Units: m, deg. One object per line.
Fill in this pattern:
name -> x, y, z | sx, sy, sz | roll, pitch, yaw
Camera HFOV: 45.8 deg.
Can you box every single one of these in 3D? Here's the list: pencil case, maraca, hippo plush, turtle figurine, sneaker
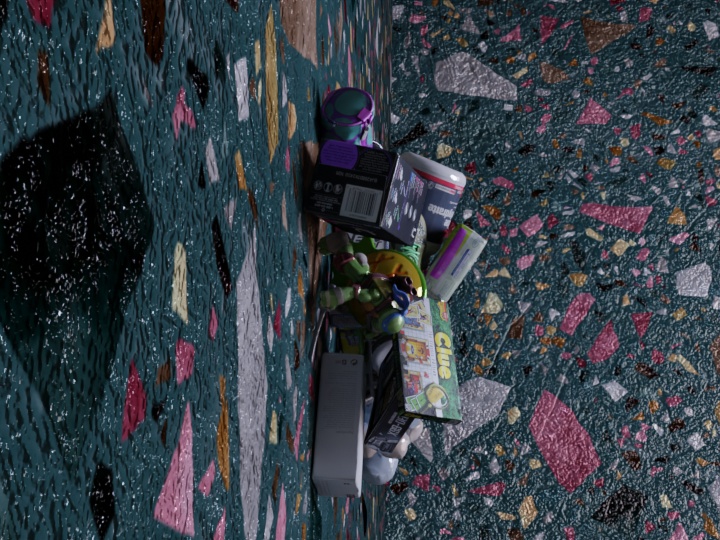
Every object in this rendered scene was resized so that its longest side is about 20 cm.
pencil case -> -0.015, -0.193, 1.381 | 0.092, 0.085, 0.201 | 41, -25, 30
maraca -> 0.027, 0.023, 1.416 | 0.137, 0.200, 0.107 | -51, 146, 1
hippo plush -> 0.002, 0.309, 1.559 | 0.200, 0.158, 0.162 | 43, -50, 34
turtle figurine -> -0.021, 0.051, 1.281 | 0.201, 0.143, 0.195 | -60, -144, 31
sneaker -> 0.089, -0.017, 1.552 | 0.089, 0.076, 0.202 | 162, -63, -77

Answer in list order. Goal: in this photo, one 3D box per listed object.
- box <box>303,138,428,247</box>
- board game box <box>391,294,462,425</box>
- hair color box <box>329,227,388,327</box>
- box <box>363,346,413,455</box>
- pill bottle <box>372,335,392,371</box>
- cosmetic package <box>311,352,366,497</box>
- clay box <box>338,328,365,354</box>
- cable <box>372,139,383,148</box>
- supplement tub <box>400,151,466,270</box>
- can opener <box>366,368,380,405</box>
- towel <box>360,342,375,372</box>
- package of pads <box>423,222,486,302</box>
box -> 0.013, -0.108, 1.245 | 0.200, 0.121, 0.107 | 21, 83, -72
board game box -> 0.097, 0.130, 1.292 | 0.023, 0.104, 0.202 | -42, -137, 45
hair color box -> 0.000, 0.000, 1.523 | 0.061, 0.099, 0.202 | 84, 7, -62
box -> 0.072, 0.177, 1.398 | 0.201, 0.049, 0.158 | -74, -170, -53
pill bottle -> 0.064, 0.101, 1.641 | 0.201, 0.105, 0.107 | -96, -178, -50
cosmetic package -> -0.031, 0.241, 1.328 | 0.102, 0.073, 0.202 | 83, 10, -60
clay box -> -0.017, 0.069, 1.637 | 0.201, 0.047, 0.116 | 84, 7, -60
cable -> 0.022, -0.177, 1.544 | 0.051, 0.162, 0.202 | -47, -141, 43
supplement tub -> 0.110, -0.116, 1.662 | 0.140, 0.139, 0.202 | -60, 171, -81
can opener -> 0.023, 0.208, 1.496 | 0.199, 0.066, 0.053 | -14, 104, -45
towel -> 0.070, 0.157, 1.681 | 0.200, 0.152, 0.023 | 32, -20, 49
package of pads -> 0.170, -0.004, 1.652 | 0.155, 0.068, 0.200 | -56, 176, -7
